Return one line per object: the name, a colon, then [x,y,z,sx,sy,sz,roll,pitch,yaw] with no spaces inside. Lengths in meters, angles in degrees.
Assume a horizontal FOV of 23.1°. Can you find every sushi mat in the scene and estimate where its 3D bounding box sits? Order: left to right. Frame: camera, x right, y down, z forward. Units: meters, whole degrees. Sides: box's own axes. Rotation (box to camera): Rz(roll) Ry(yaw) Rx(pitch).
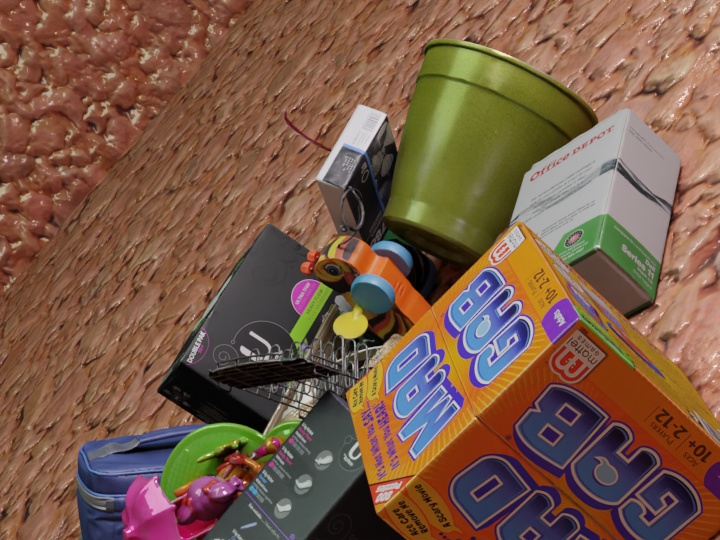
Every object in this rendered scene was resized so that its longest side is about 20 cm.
sushi mat: [-0.054,0.140,1.883,0.012,0.096,0.200,8,54,30]

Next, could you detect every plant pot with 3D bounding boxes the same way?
plant pot: [0.120,-0.108,1.844,0.193,0.200,0.200,-65,22,-9]

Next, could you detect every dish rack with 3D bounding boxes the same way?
dish rack: [-0.035,0.097,1.639,0.153,0.200,0.055,-13,65,41]

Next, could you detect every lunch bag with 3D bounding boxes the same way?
lunch bag: [-0.194,0.231,1.839,0.136,0.199,0.133,-143,50,-69]

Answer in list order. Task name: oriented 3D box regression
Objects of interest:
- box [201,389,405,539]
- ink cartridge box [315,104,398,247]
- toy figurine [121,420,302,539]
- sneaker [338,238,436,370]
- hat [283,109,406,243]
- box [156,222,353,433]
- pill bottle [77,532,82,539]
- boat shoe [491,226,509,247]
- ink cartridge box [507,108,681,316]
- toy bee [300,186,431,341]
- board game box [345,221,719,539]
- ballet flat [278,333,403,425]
box: [-0.033,0.230,1.574,0.200,0.122,0.106,-50,41,0]
ink cartridge box: [0.008,-0.082,1.875,0.100,0.039,0.200,-62,-20,-19]
toy figurine: [-0.138,0.219,1.645,0.200,0.151,0.184,-27,-6,19]
sneaker: [0.011,0.050,1.907,0.071,0.083,0.200,-20,35,54]
hat: [-0.008,-0.107,2.092,0.200,0.176,0.166,-23,32,51]
box: [-0.108,0.080,1.977,0.200,0.148,0.124,-59,7,-26]
pill bottle: [-0.260,0.318,1.948,0.114,0.114,0.200,-26,30,48]
boat shoe: [0.127,0.029,1.690,0.067,0.072,0.200,-13,38,28]
ink cartridge box: [0.209,-0.036,1.637,0.146,0.083,0.200,-32,27,41]
toy bee: [0.000,0.000,1.829,0.108,0.201,0.131,-6,19,38]
board game box: [0.137,0.126,1.320,0.200,0.200,0.200,-45,20,11]
ballet flat: [-0.024,0.130,1.788,0.200,0.065,0.071,-30,-24,-7]
